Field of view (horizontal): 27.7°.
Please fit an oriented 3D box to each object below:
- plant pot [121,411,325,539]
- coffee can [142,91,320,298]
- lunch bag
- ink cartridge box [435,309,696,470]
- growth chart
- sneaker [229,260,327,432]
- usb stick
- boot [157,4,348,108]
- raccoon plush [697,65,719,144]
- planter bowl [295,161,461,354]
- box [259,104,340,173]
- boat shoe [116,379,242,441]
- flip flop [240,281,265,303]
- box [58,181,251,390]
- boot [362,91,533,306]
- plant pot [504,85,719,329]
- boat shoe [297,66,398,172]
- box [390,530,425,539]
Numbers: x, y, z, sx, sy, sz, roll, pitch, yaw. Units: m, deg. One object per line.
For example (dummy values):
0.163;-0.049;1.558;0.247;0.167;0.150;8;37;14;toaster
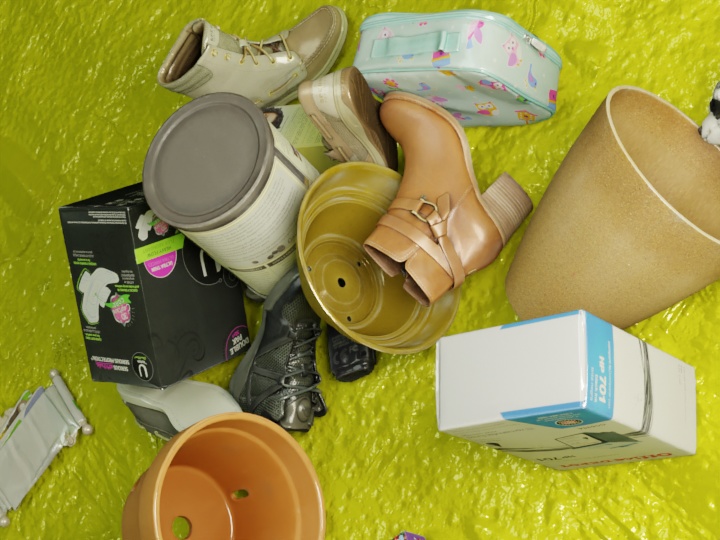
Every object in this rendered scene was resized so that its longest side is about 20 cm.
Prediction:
-0.154;0.256;1.486;0.139;0.198;0.203;-23;57;50;plant pot
-0.113;-0.071;1.513;0.145;0.200;0.148;-11;63;22;coffee can
0.097;-0.207;1.474;0.198;0.160;0.078;3;74;42;lunch bag
0.178;0.107;1.243;0.145;0.199;0.087;-13;64;36;ink cartridge box
-0.422;0.220;1.839;0.200;0.018;0.145;-48;47;14;growth chart
-0.064;0.092;1.527;0.114;0.076;0.201;49;123;37;sneaker
-0.015;0.021;1.563;0.055;0.033;0.202;-20;59;25;usb stick
-0.123;-0.254;1.688;0.200;0.154;0.073;-40;50;20;boot
0.395;-0.130;1.264;0.197;0.097;0.135;-4;51;8;raccoon plush
0.000;0.000;1.465;0.083;0.198;0.203;-32;51;49;planter bowl
-0.074;-0.146;1.648;0.198;0.050;0.076;-2;51;34;box
-0.194;0.164;1.637;0.200;0.061;0.072;19;47;42;boat shoe
-0.120;-0.052;1.665;0.080;0.057;0.202;-25;55;27;flip flop
-0.224;0.011;1.614;0.123;0.148;0.203;3;107;41;box
0.054;-0.071;1.446;0.155;0.077;0.200;-42;81;-18;boot
0.223;-0.028;1.295;0.200;0.185;0.188;-46;47;33;plant pot
-0.008;-0.144;1.511;0.064;0.200;0.072;-7;61;16;boat shoe
0.028;0.367;1.372;0.136;0.039;0.202;-35;53;24;box
